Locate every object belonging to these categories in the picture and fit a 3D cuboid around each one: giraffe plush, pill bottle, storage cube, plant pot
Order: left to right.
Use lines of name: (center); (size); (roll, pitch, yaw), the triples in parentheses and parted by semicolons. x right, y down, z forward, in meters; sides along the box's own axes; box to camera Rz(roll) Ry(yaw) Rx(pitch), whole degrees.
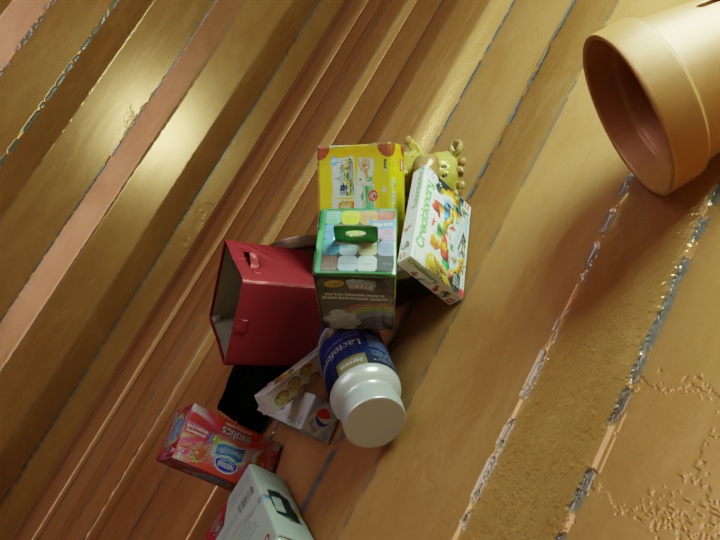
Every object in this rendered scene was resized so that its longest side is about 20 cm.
storage cube: (-0.179, 0.063, 1.036); (0.171, 0.176, 0.204); (48, 125, 53)
plant pot: (-0.107, -0.018, 1.206); (0.199, 0.198, 0.095); (-18, 78, 51)
pill bottle: (0.001, 0.171, 0.845); (0.116, 0.115, 0.201); (-48, 28, 13)
giraffe plush: (0.120, -0.178, 1.035); (0.198, 0.176, 0.161); (-30, 24, -33)
plant pot: (0.363, -0.208, 0.603); (0.138, 0.201, 0.202); (-27, 34, 14)

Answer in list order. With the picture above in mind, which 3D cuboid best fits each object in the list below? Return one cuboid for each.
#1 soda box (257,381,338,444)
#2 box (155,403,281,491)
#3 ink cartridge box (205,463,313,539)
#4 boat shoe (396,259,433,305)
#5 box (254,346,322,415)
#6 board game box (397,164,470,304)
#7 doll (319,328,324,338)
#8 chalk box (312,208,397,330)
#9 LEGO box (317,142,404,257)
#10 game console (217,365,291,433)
soda box: (-0.118, 0.260, 0.996); (0.199, 0.068, 0.064); (-6, 54, 58)
box: (-0.261, 0.339, 0.997); (0.095, 0.199, 0.101); (-26, 38, 47)
ink cartridge box: (-0.164, 0.437, 0.856); (0.147, 0.082, 0.199); (-57, 26, -3)
boat shoe: (0.064, 0.016, 0.969); (0.197, 0.074, 0.067); (-13, 44, 41)
box: (-0.106, 0.189, 0.967); (0.038, 0.042, 0.199); (-19, 8, 41)
board game box: (0.126, -0.062, 0.883); (0.034, 0.125, 0.203); (-27, 39, 42)
doll: (-0.119, 0.158, 1.133); (0.200, 0.048, 0.137); (-47, 27, 16)
chalk box: (-0.004, -0.013, 0.816); (0.202, 0.121, 0.126); (88, -175, -54)
LEGO box: (0.002, -0.125, 0.978); (0.146, 0.077, 0.205); (3, 98, 25)
game console: (-0.227, 0.222, 1.177); (0.203, 0.174, 0.116); (-65, -19, 12)
